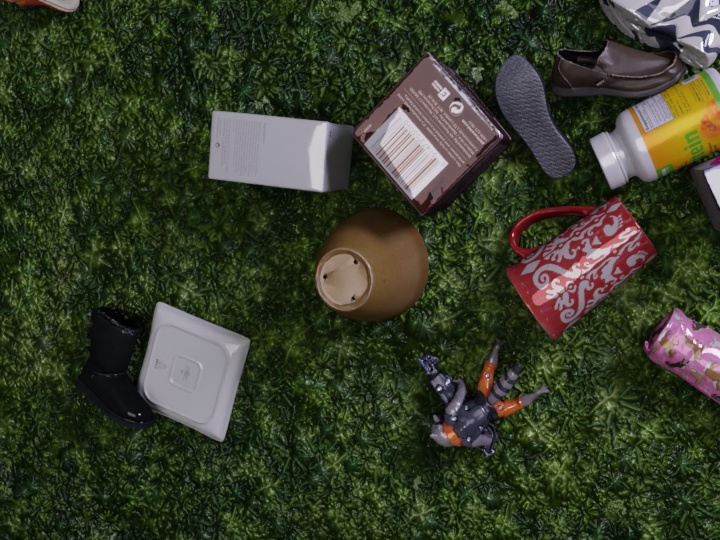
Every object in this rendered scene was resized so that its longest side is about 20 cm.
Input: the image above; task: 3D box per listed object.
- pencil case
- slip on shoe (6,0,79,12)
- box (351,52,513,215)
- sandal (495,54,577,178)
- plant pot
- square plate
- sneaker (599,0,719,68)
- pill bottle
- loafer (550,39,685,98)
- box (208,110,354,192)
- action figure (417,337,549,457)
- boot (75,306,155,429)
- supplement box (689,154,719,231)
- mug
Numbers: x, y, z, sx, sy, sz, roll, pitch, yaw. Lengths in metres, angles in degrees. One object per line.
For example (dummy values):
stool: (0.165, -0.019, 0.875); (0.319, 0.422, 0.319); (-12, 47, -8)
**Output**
pencil case: (0.524, 0.143, 1.320); (0.198, 0.087, 0.084); (36, 136, 9)
slip on shoe: (-0.590, -0.500, 1.571); (0.196, 0.075, 0.062); (20, 136, 6)
box: (0.115, -0.202, 1.331); (0.164, 0.200, 0.166); (-44, 85, 16)
sandal: (0.270, -0.237, 1.371); (0.075, 0.043, 0.203); (-24, 99, 24)
plant pot: (0.000, 0.000, 1.389); (0.182, 0.200, 0.192); (2, 96, 16)
square plate: (-0.311, 0.185, 1.589); (0.194, 0.028, 0.205); (20, 102, 12)
sneaker: (0.456, -0.396, 1.280); (0.198, 0.079, 0.131); (36, 87, 28)
pill bottle: (0.442, -0.199, 1.285); (0.197, 0.111, 0.113); (-26, 90, 17)
loafer: (0.372, -0.299, 1.291); (0.195, 0.074, 0.072); (-1, 131, 24)
box: (-0.126, -0.192, 1.425); (0.195, 0.152, 0.109); (8, 98, 15)
action figure: (0.176, 0.200, 1.416); (0.200, 0.105, 0.194); (45, 96, 4)
boot: (-0.429, 0.170, 1.582); (0.196, 0.073, 0.166); (28, 105, 27)
supplement box: (0.532, -0.116, 1.224); (0.100, 0.200, 0.105); (-25, 89, 16)
mug: (0.324, -0.025, 1.333); (0.199, 0.133, 0.179); (-37, 88, 13)
